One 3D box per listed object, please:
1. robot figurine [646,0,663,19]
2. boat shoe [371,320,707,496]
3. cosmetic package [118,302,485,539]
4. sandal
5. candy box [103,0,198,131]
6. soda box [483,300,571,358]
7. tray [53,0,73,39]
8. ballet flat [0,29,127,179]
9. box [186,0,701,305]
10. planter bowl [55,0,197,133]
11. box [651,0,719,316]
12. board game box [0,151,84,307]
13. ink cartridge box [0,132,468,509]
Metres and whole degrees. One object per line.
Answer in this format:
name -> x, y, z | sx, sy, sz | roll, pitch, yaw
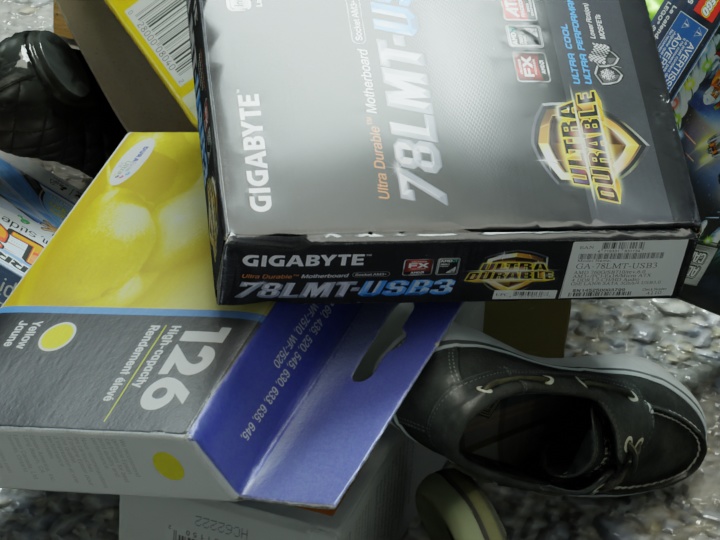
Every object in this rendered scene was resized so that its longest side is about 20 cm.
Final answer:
robot figurine -> 0.068, -0.125, 1.392 | 0.175, 0.201, 0.116 | -15, 9, -27
boat shoe -> 0.087, 0.071, 1.264 | 0.199, 0.069, 0.057 | 14, 22, -43
cosmetic package -> -0.023, 0.075, 1.287 | 0.101, 0.072, 0.200 | 13, 33, 14
sandal -> 0.051, 0.152, 1.185 | 0.057, 0.080, 0.201 | -20, 26, -8
candy box -> -0.085, -0.163, 1.369 | 0.102, 0.026, 0.200 | -34, 67, -5
soda box -> 0.000, 0.000, 1.413 | 0.199, 0.064, 0.068 | 2, 32, -4
tray -> -0.063, -0.144, 1.656 | 0.199, 0.037, 0.099 | 16, 34, 16
ballet flat -> -0.142, -0.072, 1.434 | 0.057, 0.200, 0.067 | -26, 71, 10
box -> 0.029, -0.076, 1.245 | 0.197, 0.050, 0.201 | 1, 50, -10
planter bowl -> -0.065, -0.148, 1.472 | 0.134, 0.201, 0.201 | -26, 32, 9
box -> 0.185, -0.047, 1.365 | 0.200, 0.137, 0.040 | 19, 17, -45
board game box -> -0.203, -0.037, 1.374 | 0.199, 0.035, 0.135 | 31, 19, -2
ink cartridge box -> -0.058, 0.015, 1.235 | 0.199, 0.047, 0.198 | -1, 39, 34
